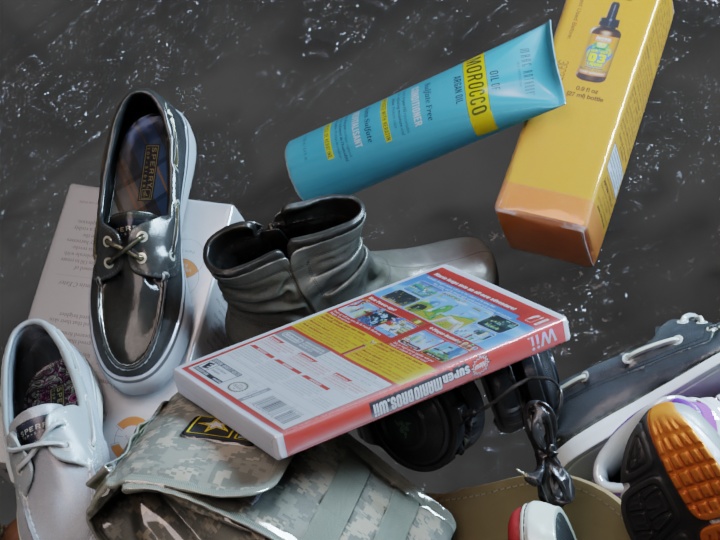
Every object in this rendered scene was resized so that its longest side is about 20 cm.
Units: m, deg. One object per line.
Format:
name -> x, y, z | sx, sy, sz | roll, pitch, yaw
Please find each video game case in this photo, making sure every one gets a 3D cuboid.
video game case -> 0.005, 0.050, 1.258 | 0.199, 0.018, 0.143 | -21, 22, -23

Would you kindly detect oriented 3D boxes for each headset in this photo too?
headset -> 0.072, 0.089, 1.286 | 0.123, 0.200, 0.095 | -21, 99, -19

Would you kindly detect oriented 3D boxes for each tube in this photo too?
tube -> 0.045, -0.100, 1.422 | 0.199, 0.050, 0.078 | -23, 52, 20

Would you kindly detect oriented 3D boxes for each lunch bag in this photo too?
lunch bag -> -0.056, 0.152, 1.241 | 0.200, 0.164, 0.118 | 38, 111, -2

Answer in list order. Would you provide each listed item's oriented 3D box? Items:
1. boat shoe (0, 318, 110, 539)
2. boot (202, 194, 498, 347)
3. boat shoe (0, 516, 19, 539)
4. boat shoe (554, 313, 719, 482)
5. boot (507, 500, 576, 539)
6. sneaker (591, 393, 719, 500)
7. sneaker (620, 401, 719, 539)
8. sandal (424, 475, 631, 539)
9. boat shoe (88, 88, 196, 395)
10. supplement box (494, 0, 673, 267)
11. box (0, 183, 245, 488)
boat shoe -> -0.187, 0.108, 1.265 | 0.070, 0.072, 0.202 | -24, 41, 6
boot -> 0.000, 0.000, 1.354 | 0.198, 0.131, 0.068 | -18, 55, -12
boat shoe -> -0.184, 0.240, 1.354 | 0.072, 0.076, 0.200 | -37, 54, 3
boat shoe -> 0.197, 0.060, 1.320 | 0.199, 0.076, 0.061 | -28, 60, 4
boot -> 0.066, 0.228, 1.234 | 0.143, 0.202, 0.072 | -1, 23, 16
sneaker -> 0.232, 0.099, 1.275 | 0.199, 0.114, 0.073 | -28, 61, 0
sneaker -> 0.217, 0.153, 1.231 | 0.075, 0.201, 0.092 | -16, 22, 33
sandal -> 0.103, 0.166, 1.310 | 0.210, 0.069, 0.078 | -4, 81, 37
boat shoe -> -0.144, -0.022, 1.352 | 0.068, 0.057, 0.202 | -4, 66, 13
supplement box -> 0.153, -0.109, 1.415 | 0.066, 0.069, 0.201 | 14, 73, 20
box -> -0.151, 0.058, 1.406 | 0.123, 0.098, 0.202 | 8, 69, 18
